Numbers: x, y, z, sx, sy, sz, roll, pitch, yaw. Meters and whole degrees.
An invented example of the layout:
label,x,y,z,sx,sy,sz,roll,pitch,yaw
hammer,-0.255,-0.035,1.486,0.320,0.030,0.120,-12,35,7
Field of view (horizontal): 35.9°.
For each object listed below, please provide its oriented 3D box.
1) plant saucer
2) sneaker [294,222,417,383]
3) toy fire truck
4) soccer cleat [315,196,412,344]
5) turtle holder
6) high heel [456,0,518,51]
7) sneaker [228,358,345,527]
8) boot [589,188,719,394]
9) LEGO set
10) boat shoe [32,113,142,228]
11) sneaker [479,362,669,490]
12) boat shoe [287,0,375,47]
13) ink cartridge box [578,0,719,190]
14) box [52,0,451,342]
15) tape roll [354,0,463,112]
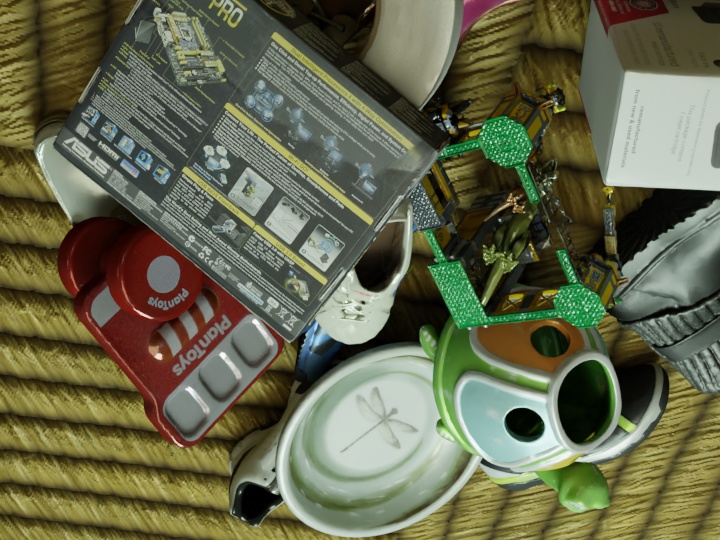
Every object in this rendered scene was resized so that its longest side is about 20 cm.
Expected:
label,x,y,z,sx,sy,sz,roll,pitch,yaw
plant saucer,0.017,0.138,0.959,0.198,0.050,0.202,-11,122,-17
sneaker,-0.004,0.023,0.908,0.078,0.066,0.201,12,127,-10
toy fire truck,-0.111,0.007,0.820,0.112,0.200,0.169,7,137,52
soccer cleat,0.000,0.000,0.789,0.069,0.078,0.201,-6,141,-12
turtle holder,0.135,0.106,0.880,0.140,0.131,0.188,-4,102,-32
high heel,0.110,-0.173,0.744,0.200,0.067,0.096,-40,97,14
sneaker,-0.053,0.160,1.008,0.073,0.080,0.200,30,121,-17
boot,0.287,-0.003,0.863,0.157,0.080,0.211,33,133,-13
LEGO set,0.113,-0.056,0.806,0.153,0.116,0.201,-19,112,41
boat shoe,-0.185,-0.032,0.871,0.074,0.069,0.200,-25,121,23
sneaker,0.175,0.131,0.980,0.199,0.072,0.083,-34,117,24
boat shoe,-0.039,-0.165,0.759,0.075,0.074,0.200,37,121,-24
ink cartridge box,0.256,-0.120,0.735,0.198,0.146,0.084,3,124,1
box,-0.070,-0.079,0.684,0.199,0.049,0.162,38,115,1
tape roll,-0.036,-0.169,0.691,0.201,0.037,0.205,5,109,14
